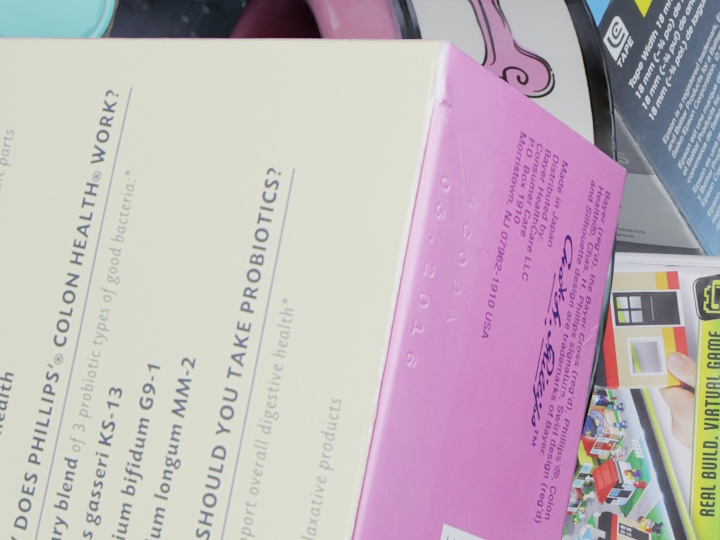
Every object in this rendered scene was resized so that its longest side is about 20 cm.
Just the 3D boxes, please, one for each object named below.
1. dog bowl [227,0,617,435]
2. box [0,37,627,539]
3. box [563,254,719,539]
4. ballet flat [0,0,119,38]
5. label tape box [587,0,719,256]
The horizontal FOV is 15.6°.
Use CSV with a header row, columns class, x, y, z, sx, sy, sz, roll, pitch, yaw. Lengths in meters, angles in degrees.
class,x,y,z,sx,sy,sz,roll,pitch,yaw
dog bowl,0.000,0.000,0.756,0.074,0.200,0.200,8,80,-18
box,-0.057,0.042,0.625,0.097,0.200,0.176,29,69,-56
box,0.066,0.095,0.837,0.035,0.110,0.200,48,45,-76
ballet flat,-0.149,-0.127,0.721,0.200,0.070,0.067,37,83,-15
label tape box,0.097,-0.096,0.872,0.200,0.063,0.144,52,55,-46
